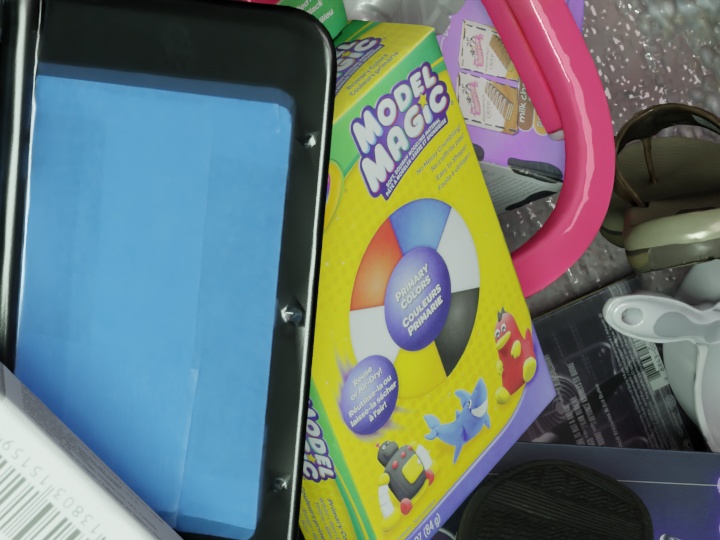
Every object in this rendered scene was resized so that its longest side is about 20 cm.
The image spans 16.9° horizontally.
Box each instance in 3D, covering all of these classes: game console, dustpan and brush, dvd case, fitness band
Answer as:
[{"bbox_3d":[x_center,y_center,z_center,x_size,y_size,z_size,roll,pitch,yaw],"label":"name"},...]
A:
[{"bbox_3d":[-0.116,0.008,0.785,0.175,0.116,0.202,-3,102,-41],"label":"game console"},{"bbox_3d":[0.163,0.024,1.056,0.199,0.057,0.140,14,108,-38],"label":"dustpan and brush"},{"bbox_3d":[0.072,0.104,1.074,0.199,0.016,0.150,-22,90,-30],"label":"dvd case"},{"bbox_3d":[0.024,-0.078,1.001,0.143,0.037,0.201,-31,95,-25],"label":"fitness band"}]

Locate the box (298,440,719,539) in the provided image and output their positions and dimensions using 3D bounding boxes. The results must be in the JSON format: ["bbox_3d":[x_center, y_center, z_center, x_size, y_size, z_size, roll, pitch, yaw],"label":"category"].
[{"bbox_3d":[0.077,0.146,1.016,0.199,0.079,0.142,5,75,-26],"label":"box"}]

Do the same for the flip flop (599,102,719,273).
[{"bbox_3d":[0.136,-0.041,1.042,0.081,0.200,0.058,-16,99,7],"label":"flip flop"}]

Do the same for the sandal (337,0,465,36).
[{"bbox_3d":[0.009,-0.121,0.949,0.050,0.083,0.203,23,70,25],"label":"sandal"}]

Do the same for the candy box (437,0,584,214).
[{"bbox_3d":[-0.003,-0.130,1.056,0.199,0.071,0.169,12,74,-25],"label":"candy box"}]

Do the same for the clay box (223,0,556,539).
[{"bbox_3d":[0.000,0.000,0.890,0.115,0.047,0.201,-45,130,-33],"label":"clay box"}]

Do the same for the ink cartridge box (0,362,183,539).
[{"bbox_3d":[-0.111,0.159,0.787,0.174,0.044,0.200,-43,107,3],"label":"ink cartridge box"}]

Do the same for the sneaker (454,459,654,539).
[{"bbox_3d":[0.053,0.163,0.914,0.083,0.121,0.200,24,29,10],"label":"sneaker"}]
